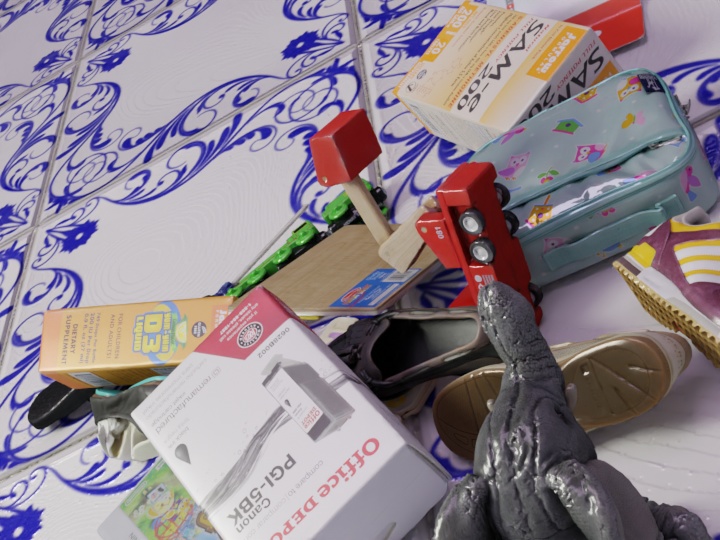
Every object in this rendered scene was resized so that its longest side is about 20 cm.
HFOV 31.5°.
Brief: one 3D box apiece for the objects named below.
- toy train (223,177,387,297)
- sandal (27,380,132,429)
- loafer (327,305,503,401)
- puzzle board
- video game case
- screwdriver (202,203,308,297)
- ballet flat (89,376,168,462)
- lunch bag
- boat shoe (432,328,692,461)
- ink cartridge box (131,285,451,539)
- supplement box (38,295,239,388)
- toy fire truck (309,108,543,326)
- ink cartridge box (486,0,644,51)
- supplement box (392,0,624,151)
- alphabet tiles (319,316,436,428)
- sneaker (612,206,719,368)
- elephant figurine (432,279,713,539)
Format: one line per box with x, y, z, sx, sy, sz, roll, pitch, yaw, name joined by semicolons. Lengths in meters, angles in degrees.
-0.057;-0.020;1.252;0.200;0.042;0.056;-39;22;-4;toy train
-0.250;0.103;1.278;0.200;0.045;0.075;-35;26;22;sandal
0.035;0.057;0.986;0.200;0.063;0.072;-14;70;37;loafer
0.000;0.000;1.113;0.150;0.017;0.200;0;22;33;puzzle board
-0.111;0.178;1.041;0.200;0.022;0.182;-48;35;-10;video game case
-0.118;0.002;1.285;0.200;0.028;0.029;-47;4;-11;screwdriver
-0.204;0.135;1.144;0.200;0.068;0.069;159;122;-65;ballet flat
0.188;-0.076;1.051;0.200;0.077;0.161;-27;33;15;lunch bag
0.140;0.087;0.905;0.200;0.072;0.065;-24;-4;39;boat shoe
-0.054;0.130;0.941;0.147;0.083;0.200;-46;51;-2;ink cartridge box
-0.194;0.066;1.176;0.199;0.069;0.067;-5;70;17;supplement box
0.053;-0.031;1.003;0.141;0.200;0.049;0;32;39;toy fire truck
0.207;-0.276;1.322;0.162;0.050;0.200;-21;32;24;ink cartridge box
0.137;-0.178;1.217;0.126;0.074;0.200;-52;35;-6;supplement box
-0.031;0.113;1.075;0.200;0.015;0.196;3;49;45;alphabet tiles
0.255;0.012;0.875;0.090;0.075;0.200;-42;33;1;sneaker
0.106;0.136;0.735;0.141;0.200;0.155;-39;32;-6;elephant figurine
